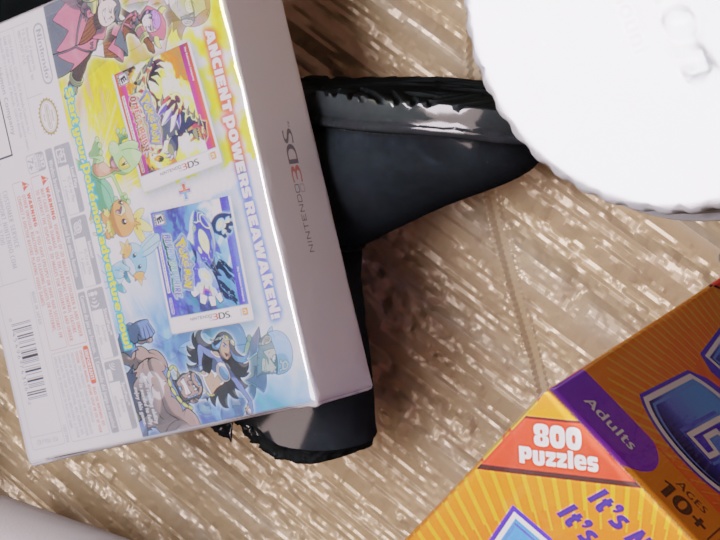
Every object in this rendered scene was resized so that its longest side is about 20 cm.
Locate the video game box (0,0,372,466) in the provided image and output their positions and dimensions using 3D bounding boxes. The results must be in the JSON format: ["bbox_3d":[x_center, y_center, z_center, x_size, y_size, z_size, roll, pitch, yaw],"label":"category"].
[{"bbox_3d":[-0.095,-0.027,0.947,0.182,0.047,0.201,-14,89,41],"label":"video game box"}]

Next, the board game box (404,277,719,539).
[{"bbox_3d":[0.123,0.154,0.846,0.200,0.200,0.200,47,121,12],"label":"board game box"}]

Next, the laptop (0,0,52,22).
[{"bbox_3d":[-0.180,-0.116,1.072,0.200,0.103,0.178,36,121,48],"label":"laptop"}]

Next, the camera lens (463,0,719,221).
[{"bbox_3d":[0.144,-0.103,0.762,0.159,0.200,0.161,6,102,30],"label":"camera lens"}]

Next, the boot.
[{"bbox_3d":[0.000,0.000,0.953,0.199,0.076,0.169,4,103,34],"label":"boot"}]

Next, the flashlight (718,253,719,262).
[{"bbox_3d":[0.226,0.047,0.835,0.200,0.068,0.068,48,122,11],"label":"flashlight"}]

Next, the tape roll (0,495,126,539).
[{"bbox_3d":[-0.164,0.217,1.028,0.139,0.202,0.204,15,110,28],"label":"tape roll"}]
